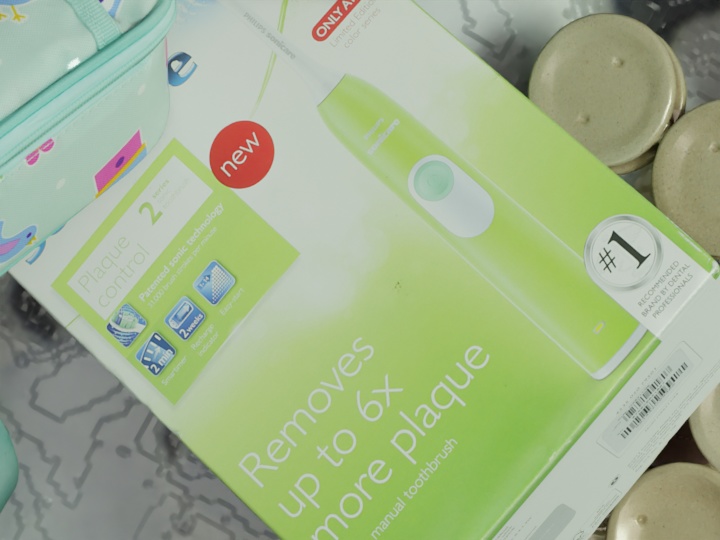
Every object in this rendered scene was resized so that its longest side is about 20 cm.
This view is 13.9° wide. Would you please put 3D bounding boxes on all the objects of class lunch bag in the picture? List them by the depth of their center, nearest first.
[{"bbox_3d":[-0.159,-0.083,0.866,0.200,0.077,0.160,39,62,21],"label":"lunch bag"}]

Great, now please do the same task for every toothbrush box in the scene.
[{"bbox_3d":[0.000,0.000,0.904,0.200,0.086,0.146,43,93,23],"label":"toothbrush box"}]

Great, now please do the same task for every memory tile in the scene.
[{"bbox_3d":[0.077,0.035,0.930,0.153,0.017,0.201,36,98,23],"label":"memory tile"}]

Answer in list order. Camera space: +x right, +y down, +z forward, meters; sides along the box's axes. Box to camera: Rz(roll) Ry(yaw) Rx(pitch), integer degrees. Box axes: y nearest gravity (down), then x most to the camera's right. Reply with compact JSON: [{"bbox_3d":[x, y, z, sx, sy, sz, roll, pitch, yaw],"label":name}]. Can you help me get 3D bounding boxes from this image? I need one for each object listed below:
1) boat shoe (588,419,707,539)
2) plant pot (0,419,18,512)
[{"bbox_3d":[0.109,0.064,0.980,0.198,0.072,0.073,2,96,0],"label":"boat shoe"},{"bbox_3d":[-0.189,0.073,0.895,0.200,0.200,0.134,45,64,-10],"label":"plant pot"}]
